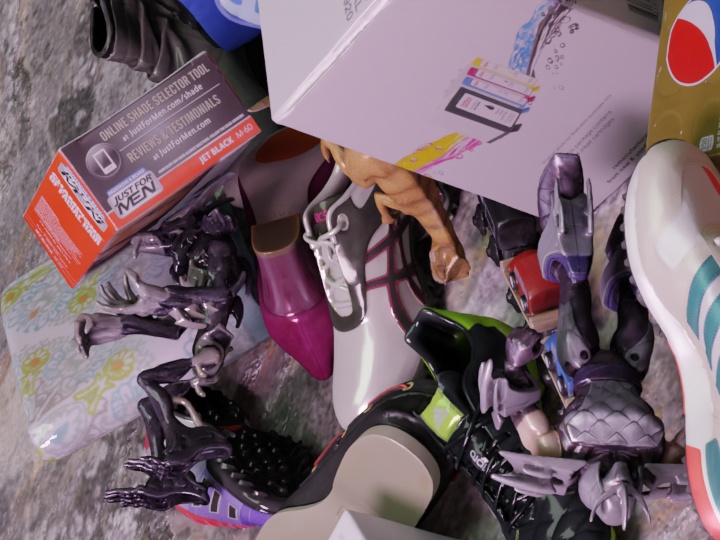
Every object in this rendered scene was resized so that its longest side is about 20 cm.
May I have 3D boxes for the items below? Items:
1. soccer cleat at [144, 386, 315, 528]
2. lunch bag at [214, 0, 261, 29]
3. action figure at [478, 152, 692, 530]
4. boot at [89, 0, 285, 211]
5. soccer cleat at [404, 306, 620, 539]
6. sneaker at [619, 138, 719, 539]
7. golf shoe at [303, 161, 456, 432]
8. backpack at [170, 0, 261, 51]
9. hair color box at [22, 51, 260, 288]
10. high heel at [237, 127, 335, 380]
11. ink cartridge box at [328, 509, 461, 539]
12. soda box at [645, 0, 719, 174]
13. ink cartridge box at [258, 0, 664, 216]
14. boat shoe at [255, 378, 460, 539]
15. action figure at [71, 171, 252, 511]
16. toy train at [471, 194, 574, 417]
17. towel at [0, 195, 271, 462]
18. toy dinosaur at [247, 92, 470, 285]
[{"bbox_3d":[-0.080,0.131,1.634,0.200,0.068,0.074,29,118,59],"label":"soccer cleat"},{"bbox_3d":[0.018,-0.198,1.497,0.161,0.199,0.083,-51,37,31],"label":"lunch bag"},{"bbox_3d":[0.119,0.043,1.291,0.069,0.130,0.201,116,160,-48],"label":"action figure"},{"bbox_3d":[-0.123,-0.128,1.762,0.068,0.130,0.200,-49,37,34],"label":"boot"},{"bbox_3d":[0.073,0.096,1.369,0.068,0.081,0.200,-55,34,27],"label":"soccer cleat"},{"bbox_3d":[0.186,0.027,1.211,0.093,0.070,0.201,-24,72,44],"label":"sneaker"},{"bbox_3d":[0.000,0.000,1.537,0.077,0.088,0.201,-10,67,55],"label":"golf shoe"},{"bbox_3d":[-0.080,-0.262,1.730,0.167,0.163,0.200,-27,45,20],"label":"backpack"},{"bbox_3d":[-0.138,-0.058,1.631,0.111,0.064,0.200,-36,-2,-16],"label":"hair color box"},{"bbox_3d":[-0.036,-0.017,1.639,0.067,0.096,0.200,-11,28,14],"label":"high heel"},{"bbox_3d":[0.002,0.253,1.401,0.200,0.083,0.145,-62,32,18],"label":"ink cartridge box"},{"bbox_3d":[0.195,-0.138,1.309,0.068,0.064,0.201,-14,63,55],"label":"soda box"},{"bbox_3d":[0.064,-0.142,1.391,0.145,0.199,0.148,-46,39,37],"label":"ink cartridge box"},{"bbox_3d":[0.001,0.133,1.493,0.063,0.074,0.201,-50,-2,-43],"label":"boat shoe"},{"bbox_3d":[-0.117,0.034,1.571,0.119,0.102,0.201,117,159,-63],"label":"action figure"},{"bbox_3d":[0.098,0.012,1.405,0.200,0.034,0.046,-112,11,-48],"label":"toy train"},{"bbox_3d":[-0.148,0.028,1.725,0.171,0.048,0.200,-33,31,4],"label":"towel"},{"bbox_3d":[0.004,-0.072,1.443,0.060,0.200,0.106,-42,37,7],"label":"toy dinosaur"}]
